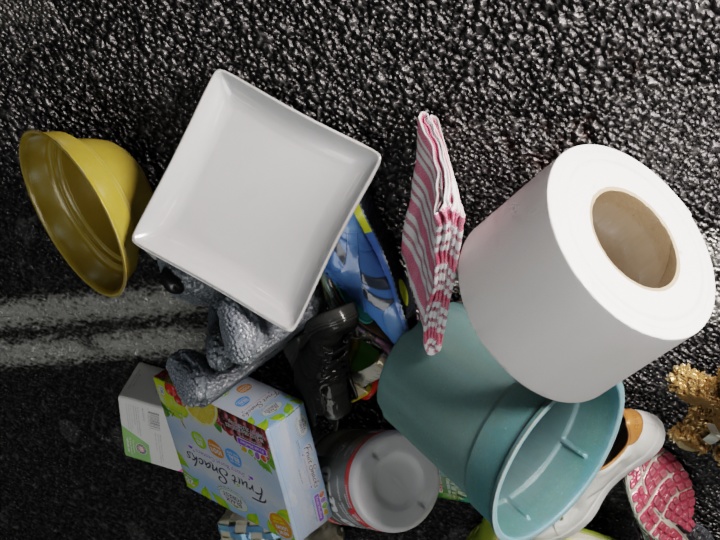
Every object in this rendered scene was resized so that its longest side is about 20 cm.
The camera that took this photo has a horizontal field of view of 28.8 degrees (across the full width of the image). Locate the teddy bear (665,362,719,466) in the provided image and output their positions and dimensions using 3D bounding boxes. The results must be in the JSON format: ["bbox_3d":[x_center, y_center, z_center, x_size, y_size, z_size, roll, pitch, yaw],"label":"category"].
[{"bbox_3d":[0.390,0.140,1.456,0.144,0.067,0.201,16,142,25],"label":"teddy bear"}]

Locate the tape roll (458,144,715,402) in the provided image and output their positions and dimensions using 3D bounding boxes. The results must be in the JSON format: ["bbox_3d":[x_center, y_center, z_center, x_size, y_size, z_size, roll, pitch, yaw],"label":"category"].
[{"bbox_3d":[0.210,0.004,1.305,0.202,0.203,0.139,37,136,-11],"label":"tape roll"}]

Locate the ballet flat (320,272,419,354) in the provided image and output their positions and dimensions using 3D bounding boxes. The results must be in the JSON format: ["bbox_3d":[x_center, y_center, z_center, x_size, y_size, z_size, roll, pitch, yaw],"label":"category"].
[{"bbox_3d":[0.013,0.049,1.545,0.200,0.069,0.071,43,150,-18],"label":"ballet flat"}]

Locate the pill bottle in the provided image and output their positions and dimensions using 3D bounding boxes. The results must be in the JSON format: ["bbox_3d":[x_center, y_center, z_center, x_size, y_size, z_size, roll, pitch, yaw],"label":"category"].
[{"bbox_3d":[-0.001,0.244,1.648,0.114,0.114,0.200,42,159,-16],"label":"pill bottle"}]

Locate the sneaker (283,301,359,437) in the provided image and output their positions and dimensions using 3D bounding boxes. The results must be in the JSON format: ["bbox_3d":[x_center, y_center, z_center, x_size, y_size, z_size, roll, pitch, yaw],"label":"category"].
[{"bbox_3d":[-0.031,0.109,1.504,0.105,0.060,0.200,67,155,10],"label":"sneaker"}]

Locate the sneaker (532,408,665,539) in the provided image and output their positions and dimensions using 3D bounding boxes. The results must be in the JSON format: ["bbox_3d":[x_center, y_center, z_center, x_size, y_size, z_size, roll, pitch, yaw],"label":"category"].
[{"bbox_3d":[0.236,0.219,1.535,0.084,0.073,0.200,22,115,-44],"label":"sneaker"}]

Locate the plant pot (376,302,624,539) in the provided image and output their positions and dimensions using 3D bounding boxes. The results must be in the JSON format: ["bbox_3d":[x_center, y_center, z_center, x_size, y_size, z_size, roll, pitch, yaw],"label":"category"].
[{"bbox_3d":[0.133,0.143,1.447,0.196,0.200,0.201,33,144,34],"label":"plant pot"}]

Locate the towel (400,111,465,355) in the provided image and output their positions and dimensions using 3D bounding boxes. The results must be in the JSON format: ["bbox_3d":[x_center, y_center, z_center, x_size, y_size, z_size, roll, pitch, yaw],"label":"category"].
[{"bbox_3d":[0.064,-0.035,1.382,0.030,0.147,0.201,-2,135,-9],"label":"towel"}]

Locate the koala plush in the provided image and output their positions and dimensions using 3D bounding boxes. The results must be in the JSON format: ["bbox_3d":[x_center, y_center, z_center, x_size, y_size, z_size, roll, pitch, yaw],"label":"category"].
[{"bbox_3d":[-0.153,0.009,1.538,0.200,0.183,0.177,52,137,4],"label":"koala plush"}]

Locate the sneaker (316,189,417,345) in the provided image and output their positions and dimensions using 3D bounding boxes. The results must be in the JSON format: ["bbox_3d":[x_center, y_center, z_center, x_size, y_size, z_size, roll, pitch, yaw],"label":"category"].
[{"bbox_3d":[0.000,0.000,1.477,0.078,0.066,0.201,-19,112,14],"label":"sneaker"}]

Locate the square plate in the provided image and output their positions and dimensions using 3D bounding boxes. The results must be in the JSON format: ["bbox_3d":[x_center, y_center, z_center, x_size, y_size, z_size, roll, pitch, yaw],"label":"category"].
[{"bbox_3d":[-0.105,-0.071,1.421,0.197,0.028,0.201,29,94,11],"label":"square plate"}]

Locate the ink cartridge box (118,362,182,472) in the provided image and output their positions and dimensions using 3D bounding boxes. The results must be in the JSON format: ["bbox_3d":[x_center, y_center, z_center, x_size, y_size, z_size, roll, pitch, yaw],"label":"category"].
[{"bbox_3d":[-0.200,0.201,1.778,0.198,0.068,0.118,15,134,13],"label":"ink cartridge box"}]

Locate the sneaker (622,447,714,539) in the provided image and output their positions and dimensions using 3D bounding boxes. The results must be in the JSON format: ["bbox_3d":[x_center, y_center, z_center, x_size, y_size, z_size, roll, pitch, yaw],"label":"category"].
[{"bbox_3d":[0.338,0.280,1.596,0.075,0.080,0.201,17,138,59],"label":"sneaker"}]

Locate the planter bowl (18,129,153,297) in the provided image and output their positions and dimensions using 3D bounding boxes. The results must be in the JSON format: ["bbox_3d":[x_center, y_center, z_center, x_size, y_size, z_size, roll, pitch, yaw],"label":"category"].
[{"bbox_3d":[-0.281,-0.078,1.523,0.200,0.083,0.201,38,145,33],"label":"planter bowl"}]

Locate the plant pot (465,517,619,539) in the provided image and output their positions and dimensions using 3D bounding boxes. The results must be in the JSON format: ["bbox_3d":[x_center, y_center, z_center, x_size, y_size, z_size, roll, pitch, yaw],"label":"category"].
[{"bbox_3d":[0.202,0.397,1.655,0.197,0.201,0.182,16,145,6],"label":"plant pot"}]

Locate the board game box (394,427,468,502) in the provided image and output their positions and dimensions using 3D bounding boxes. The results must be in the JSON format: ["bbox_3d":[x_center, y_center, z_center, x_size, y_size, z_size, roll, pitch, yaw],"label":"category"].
[{"bbox_3d":[0.139,0.195,1.630,0.198,0.041,0.201,6,133,20],"label":"board game box"}]

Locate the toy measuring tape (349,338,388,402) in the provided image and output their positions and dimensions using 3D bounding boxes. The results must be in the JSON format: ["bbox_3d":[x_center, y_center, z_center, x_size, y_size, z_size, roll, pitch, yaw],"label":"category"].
[{"bbox_3d":[0.005,0.103,1.572,0.073,0.074,0.200,35,155,-8],"label":"toy measuring tape"}]

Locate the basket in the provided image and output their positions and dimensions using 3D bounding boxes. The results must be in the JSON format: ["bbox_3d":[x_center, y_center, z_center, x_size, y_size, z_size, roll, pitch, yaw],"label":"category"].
[{"bbox_3d":[-0.098,0.387,1.850,0.175,0.139,0.201,-7,117,29],"label":"basket"}]

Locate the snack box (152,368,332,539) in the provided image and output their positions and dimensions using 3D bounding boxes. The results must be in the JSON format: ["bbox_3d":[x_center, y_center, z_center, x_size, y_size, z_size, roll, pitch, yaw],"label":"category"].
[{"bbox_3d":[-0.135,0.202,1.615,0.199,0.068,0.170,21,134,41],"label":"snack box"}]
